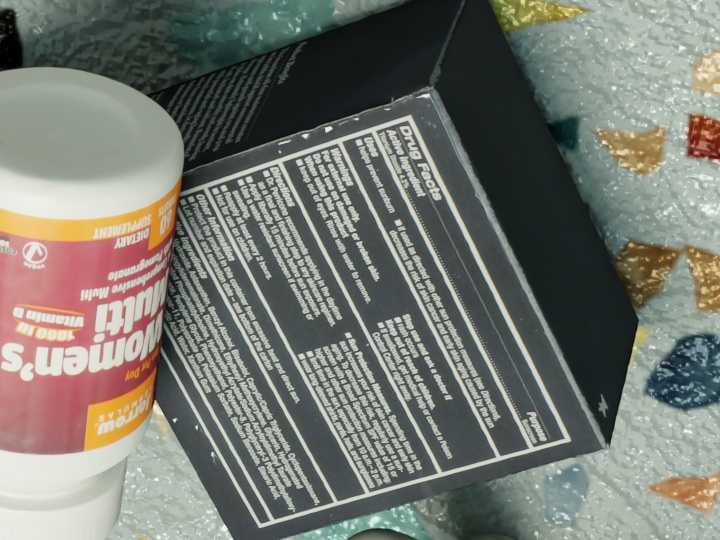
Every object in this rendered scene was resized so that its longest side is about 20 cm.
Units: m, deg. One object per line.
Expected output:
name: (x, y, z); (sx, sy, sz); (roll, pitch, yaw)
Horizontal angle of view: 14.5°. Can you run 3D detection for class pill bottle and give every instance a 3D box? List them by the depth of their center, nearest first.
pill bottle: (-0.140, 0.022, 1.238); (0.109, 0.110, 0.201); (12, 122, 5)

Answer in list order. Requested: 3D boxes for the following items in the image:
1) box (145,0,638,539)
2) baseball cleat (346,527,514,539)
box: (0.000, 0.000, 1.325); (0.197, 0.123, 0.201); (-16, 115, 24)
baseball cleat: (0.042, 0.164, 1.420); (0.069, 0.107, 0.200); (-17, 137, 20)
